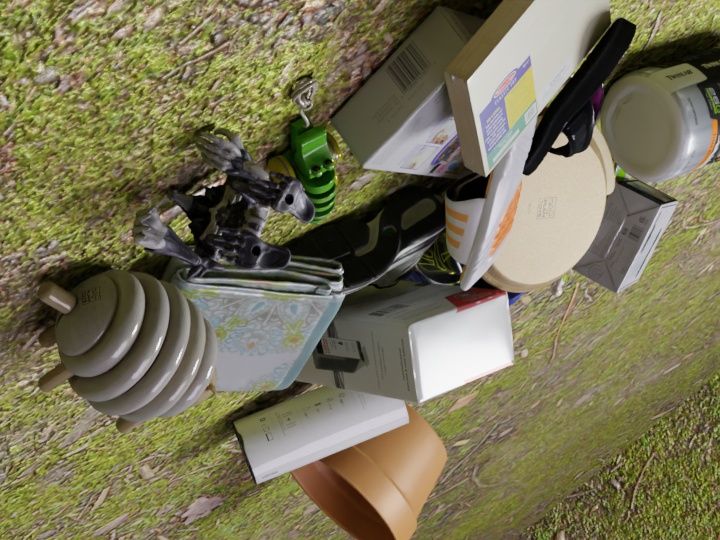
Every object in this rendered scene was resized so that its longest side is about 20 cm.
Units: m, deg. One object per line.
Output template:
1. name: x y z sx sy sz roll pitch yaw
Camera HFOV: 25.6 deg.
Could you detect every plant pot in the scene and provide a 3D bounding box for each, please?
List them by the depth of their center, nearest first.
1. plant pot: 0.018 0.249 2.044 0.140 0.200 0.200 -46 164 -20

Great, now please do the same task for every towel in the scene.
1. towel: -0.121 0.050 1.489 0.171 0.048 0.200 5 142 -23

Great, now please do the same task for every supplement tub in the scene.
1. supplement tub: 0.368 -0.176 1.730 0.200 0.123 0.123 -20 155 -37

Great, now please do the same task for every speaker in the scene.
1. speaker: -0.045 0.179 1.869 0.200 0.081 0.081 -22 158 -8

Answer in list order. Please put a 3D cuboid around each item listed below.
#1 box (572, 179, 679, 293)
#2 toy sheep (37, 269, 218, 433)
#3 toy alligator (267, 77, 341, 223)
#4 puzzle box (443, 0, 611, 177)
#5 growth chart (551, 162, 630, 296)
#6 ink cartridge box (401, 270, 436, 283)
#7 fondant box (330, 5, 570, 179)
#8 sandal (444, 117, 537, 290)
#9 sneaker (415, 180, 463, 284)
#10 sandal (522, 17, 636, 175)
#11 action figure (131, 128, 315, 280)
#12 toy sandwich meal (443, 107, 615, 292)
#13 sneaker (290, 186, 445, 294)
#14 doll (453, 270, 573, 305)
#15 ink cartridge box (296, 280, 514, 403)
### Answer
1. box: 0.313 -0.042 1.857 0.117 0.060 0.200 -65 166 12
2. toy sheep: -0.199 0.065 1.355 0.138 0.138 0.200 -42 135 17
3. toy alligator: -0.041 -0.090 1.363 0.059 0.054 0.200 -29 159 -19
4. puzzle box: 0.145 -0.191 1.343 0.200 0.025 0.133 -50 151 -20
5. growth chart: 0.280 -0.077 1.834 0.200 0.018 0.145 -51 164 -37
6. ink cartridge box: 0.050 0.057 1.859 0.119 0.042 0.200 -39 162 12
7. fondant box: 0.084 -0.154 1.418 0.144 0.058 0.200 -45 157 23
8. sandal: 0.115 -0.079 1.481 0.079 0.059 0.207 -42 151 -51
9. sneaker: 0.103 -0.019 1.707 0.074 0.085 0.200 -31 160 -9
10. sandal: 0.205 -0.147 1.466 0.201 0.048 0.075 -55 -173 48
11. action figure: -0.115 -0.052 1.266 0.119 0.102 0.200 -60 -156 -9
12. toy sandwich meal: 0.172 -0.077 1.616 0.205 0.070 0.206 -13 114 -30
13. sneaker: 0.000 0.000 1.599 0.200 0.076 0.115 -27 157 -28
14. doll: 0.135 0.029 1.765 0.200 0.049 0.137 -31 -157 3
15. ink cartridge box: 0.036 0.068 1.634 0.147 0.083 0.200 -17 -165 -40
